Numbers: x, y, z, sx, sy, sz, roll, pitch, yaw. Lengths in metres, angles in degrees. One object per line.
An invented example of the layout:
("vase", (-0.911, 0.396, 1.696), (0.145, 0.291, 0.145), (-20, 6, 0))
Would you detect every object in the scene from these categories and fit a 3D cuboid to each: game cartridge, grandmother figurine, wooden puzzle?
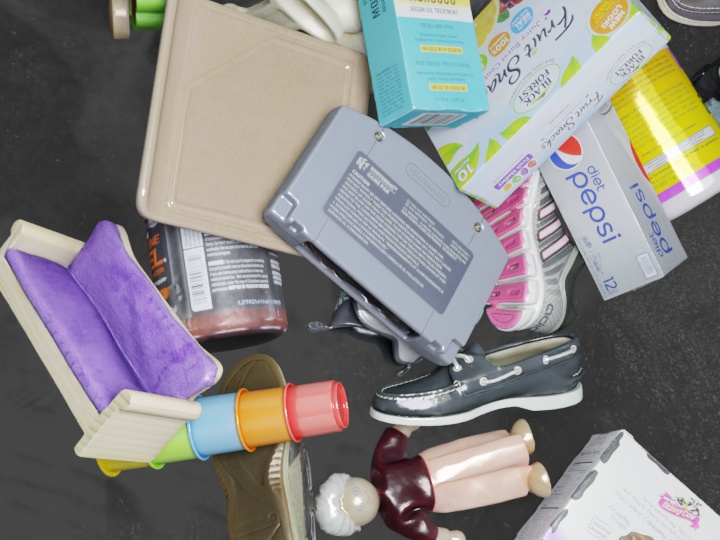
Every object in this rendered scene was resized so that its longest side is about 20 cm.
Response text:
("game cartridge", (0.028, -0.033, 0.909), (0.200, 0.042, 0.133), (41, 57, -19))
("grandmother figurine", (0.054, 0.178, 0.949), (0.200, 0.061, 0.121), (-13, 59, -16))
("wooden puzzle", (-0.081, -0.110, 0.894), (0.200, 0.037, 0.186), (15, 74, -33))

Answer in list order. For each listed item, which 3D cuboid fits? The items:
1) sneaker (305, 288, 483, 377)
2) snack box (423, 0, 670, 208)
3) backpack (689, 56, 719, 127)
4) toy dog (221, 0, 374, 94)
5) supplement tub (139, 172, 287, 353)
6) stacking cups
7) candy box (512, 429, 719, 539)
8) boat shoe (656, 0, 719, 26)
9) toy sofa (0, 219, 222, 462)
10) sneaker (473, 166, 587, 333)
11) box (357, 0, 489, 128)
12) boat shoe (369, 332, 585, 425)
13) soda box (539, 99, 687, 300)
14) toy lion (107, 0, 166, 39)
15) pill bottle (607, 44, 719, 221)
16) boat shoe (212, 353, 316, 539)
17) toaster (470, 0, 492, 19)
("sneaker", (0.000, 0.000, 0.967), (0.140, 0.078, 0.200), (-37, 87, -18))
("snack box", (0.141, -0.170, 0.939), (0.053, 0.200, 0.142), (24, 30, -41))
("backpack", (0.434, -0.144, 1.057), (0.176, 0.153, 0.200), (-36, 93, -22))
("toy dog", (-0.001, -0.277, 1.001), (0.194, 0.139, 0.200), (30, 73, -17))
("supplement tub", (-0.126, -0.036, 0.934), (0.107, 0.107, 0.201), (-7, 78, -13))
("stacking cups", (-0.109, 0.122, 0.890), (0.199, 0.061, 0.061), (-9, 79, 8))
("candy box", (0.217, 0.266, 0.957), (0.168, 0.072, 0.200), (42, 73, 0))
("boat shoe", (0.396, -0.292, 1.122), (0.199, 0.065, 0.072), (-6, 80, -12))
("toy sofa", (-0.202, 0.043, 0.856), (0.098, 0.083, 0.200), (-48, 59, 13))
("sneaker", (0.158, -0.028, 1.012), (0.087, 0.074, 0.200), (23, 55, -34))
("box", (0.044, -0.219, 0.913), (0.082, 0.049, 0.201), (-5, 81, -35))
("boat shoe", (0.101, 0.091, 0.966), (0.200, 0.076, 0.060), (-7, 103, -24))
("soda box", (0.211, -0.081, 0.992), (0.068, 0.063, 0.200), (-24, 88, -52))
("toy lion", (-0.179, -0.293, 0.935), (0.068, 0.192, 0.201), (-2, 78, -13))
("pill bottle", (0.262, -0.147, 1.041), (0.104, 0.104, 0.200), (-30, 85, -16))
("boat shoe", (-0.077, 0.169, 0.921), (0.073, 0.065, 0.200), (-14, 61, 17))
("toaster", (0.173, -0.318, 1.054), (0.180, 0.119, 0.200), (-13, 81, -14))
